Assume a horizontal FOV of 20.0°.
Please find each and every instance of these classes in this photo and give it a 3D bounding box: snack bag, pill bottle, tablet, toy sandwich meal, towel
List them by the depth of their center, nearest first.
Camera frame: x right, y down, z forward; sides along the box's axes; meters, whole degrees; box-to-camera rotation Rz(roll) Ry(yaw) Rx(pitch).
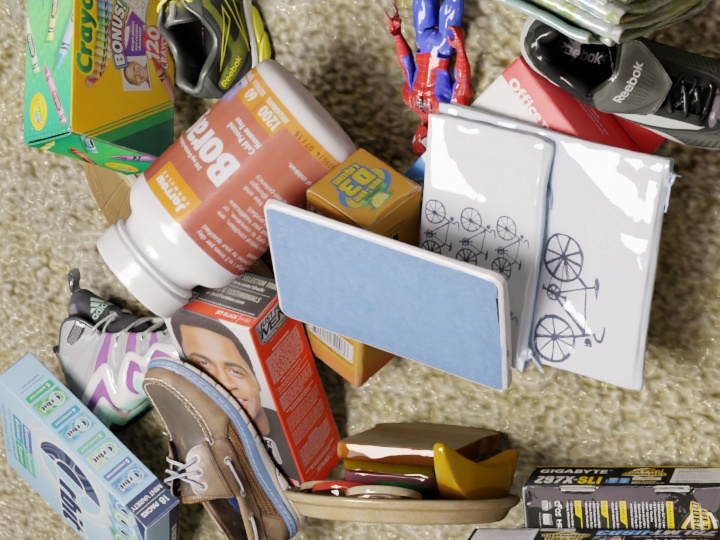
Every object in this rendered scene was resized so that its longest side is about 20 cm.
[{"bbox_3d":[0.134,-0.223,1.428,0.200,0.171,0.048,32,122,23],"label":"towel"},{"bbox_3d":[0.131,-0.013,1.500,0.199,0.021,0.190,17,113,28],"label":"snack bag"},{"bbox_3d":[0.021,0.018,1.528,0.199,0.014,0.130,19,142,22],"label":"tablet"},{"bbox_3d":[-0.106,-0.060,1.589,0.200,0.112,0.112,-43,76,6],"label":"pill bottle"},{"bbox_3d":[0.037,0.157,1.593,0.204,0.205,0.071,0,87,35],"label":"toy sandwich meal"}]

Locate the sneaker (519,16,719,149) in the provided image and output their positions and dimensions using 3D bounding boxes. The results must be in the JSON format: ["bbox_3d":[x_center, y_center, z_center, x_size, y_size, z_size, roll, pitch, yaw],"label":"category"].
[{"bbox_3d":[0.201,-0.130,1.430,0.199,0.090,0.067,23,104,7],"label":"sneaker"}]

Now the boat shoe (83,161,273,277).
[{"bbox_3d":[-0.155,-0.039,1.750,0.200,0.069,0.074,48,145,8],"label":"boat shoe"}]

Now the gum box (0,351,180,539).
[{"bbox_3d":[-0.245,0.190,1.844,0.200,0.045,0.170,41,153,18],"label":"gum box"}]

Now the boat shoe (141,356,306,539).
[{"bbox_3d":[-0.121,0.161,1.682,0.072,0.072,0.200,-11,121,52],"label":"boat shoe"}]

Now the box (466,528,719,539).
[{"bbox_3d":[0.182,0.293,1.531,0.197,0.050,0.201,-1,103,19],"label":"box"}]

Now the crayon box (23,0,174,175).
[{"bbox_3d":[-0.213,-0.189,1.673,0.058,0.119,0.201,-11,74,37],"label":"crayon box"}]

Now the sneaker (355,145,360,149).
[{"bbox_3d":[-0.077,-0.072,1.674,0.199,0.080,0.072,7,105,33],"label":"sneaker"}]

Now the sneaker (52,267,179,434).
[{"bbox_3d":[-0.212,0.051,1.808,0.200,0.078,0.140,-37,82,36],"label":"sneaker"}]

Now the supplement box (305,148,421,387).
[{"bbox_3d":[0.000,0.000,1.602,0.069,0.066,0.200,38,148,23],"label":"supplement box"}]

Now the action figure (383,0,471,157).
[{"bbox_3d":[0.057,-0.184,1.572,0.065,0.052,0.201,14,113,27],"label":"action figure"}]

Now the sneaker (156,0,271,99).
[{"bbox_3d":[-0.130,-0.234,1.665,0.074,0.084,0.201,-15,95,36],"label":"sneaker"}]

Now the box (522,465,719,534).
[{"bbox_3d":[0.211,0.251,1.561,0.159,0.049,0.201,-3,102,17],"label":"box"}]

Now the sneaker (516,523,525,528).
[{"bbox_3d":[0.094,0.296,1.667,0.200,0.075,0.116,-34,85,36],"label":"sneaker"}]

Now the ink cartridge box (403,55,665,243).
[{"bbox_3d":[0.131,-0.085,1.534,0.116,0.067,0.200,52,125,11],"label":"ink cartridge box"}]

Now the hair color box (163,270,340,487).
[{"bbox_3d":[-0.089,0.090,1.690,0.101,0.061,0.201,15,138,34],"label":"hair color box"}]
